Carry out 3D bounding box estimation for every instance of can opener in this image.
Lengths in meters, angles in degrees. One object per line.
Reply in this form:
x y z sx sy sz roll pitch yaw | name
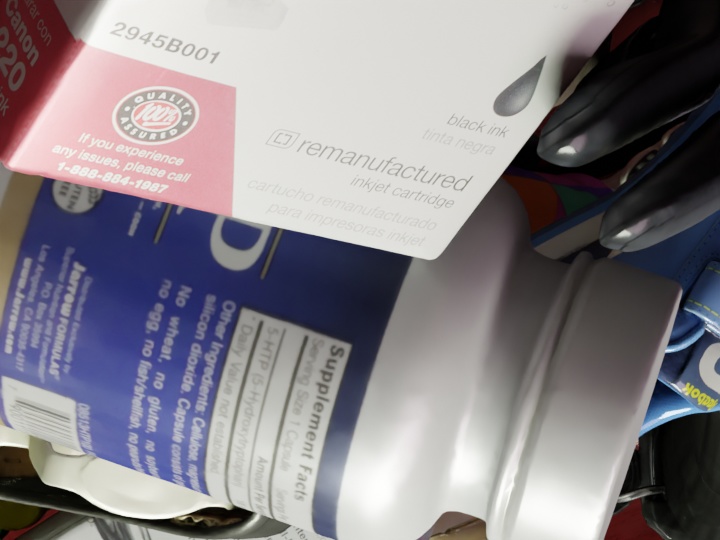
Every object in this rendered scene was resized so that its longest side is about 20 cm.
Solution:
0.096 -0.043 0.758 0.079 0.063 0.200 -46 180 23 | can opener

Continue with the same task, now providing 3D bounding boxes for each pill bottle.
-0.013 0.015 0.788 0.200 0.120 0.120 18 156 8 | pill bottle

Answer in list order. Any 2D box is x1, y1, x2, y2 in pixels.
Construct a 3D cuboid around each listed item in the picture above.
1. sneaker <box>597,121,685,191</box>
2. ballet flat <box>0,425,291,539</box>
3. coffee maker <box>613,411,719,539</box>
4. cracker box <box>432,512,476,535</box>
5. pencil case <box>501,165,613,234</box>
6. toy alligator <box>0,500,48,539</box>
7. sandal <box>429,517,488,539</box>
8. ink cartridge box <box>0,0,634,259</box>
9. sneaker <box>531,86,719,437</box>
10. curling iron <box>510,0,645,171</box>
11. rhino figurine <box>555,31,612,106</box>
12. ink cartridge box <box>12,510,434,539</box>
0.109 -0.012 1.063 0.200 0.077 0.085 -19 180 -8 | sneaker
-0.112 0.050 0.905 0.200 0.068 0.068 10 -169 5 | ballet flat
0.182 0.058 1.164 0.192 0.135 0.200 -18 157 -6 | coffee maker
-0.007 0.153 1.153 0.200 0.058 0.134 -30 145 -1 | cracker box
0.000 0.000 0.934 0.200 0.088 0.088 3 148 -29 | pencil case
-0.094 0.047 1.019 0.200 0.054 0.059 -31 -179 23 | toy alligator
0.054 0.161 1.104 0.080 0.054 0.200 -25 152 -6 | sandal
0.005 -0.108 0.661 0.146 0.085 0.200 11 127 -36 | ink cartridge box
0.121 -0.001 0.872 0.200 0.082 0.074 -40 132 17 | sneaker
0.073 -0.062 0.954 0.050 0.026 0.200 -9 154 -20 | curling iron
0.006 -0.091 0.799 0.087 0.060 0.200 -31 149 23 | rhino figurine
-0.075 0.117 1.014 0.200 0.084 0.145 -32 180 5 | ink cartridge box
